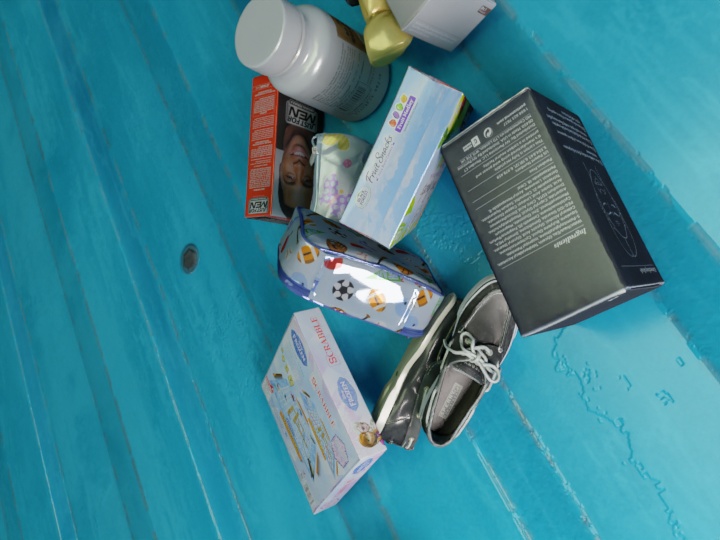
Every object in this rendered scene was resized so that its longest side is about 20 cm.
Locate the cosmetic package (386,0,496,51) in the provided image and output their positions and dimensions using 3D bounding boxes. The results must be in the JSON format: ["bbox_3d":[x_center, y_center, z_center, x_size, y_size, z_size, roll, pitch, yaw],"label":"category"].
[{"bbox_3d":[0.068,-0.376,0.760,0.090,0.106,0.203,-36,64,38],"label":"cosmetic package"}]

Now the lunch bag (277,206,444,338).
[{"bbox_3d":[0.000,0.000,0.743,0.076,0.198,0.161,-62,17,14],"label":"lunch bag"}]

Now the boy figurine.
[{"bbox_3d":[0.022,-0.326,0.809,0.064,0.125,0.202,-23,52,10],"label":"boy figurine"}]

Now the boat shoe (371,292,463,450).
[{"bbox_3d":[0.080,0.123,0.766,0.067,0.072,0.202,26,97,-2],"label":"boat shoe"}]

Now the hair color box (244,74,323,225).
[{"bbox_3d":[-0.108,-0.171,0.913,0.061,0.101,0.204,1,87,38],"label":"hair color box"}]

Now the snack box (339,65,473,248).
[{"bbox_3d":[0.058,-0.125,0.709,0.067,0.200,0.171,28,104,8],"label":"snack box"}]

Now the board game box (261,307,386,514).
[{"bbox_3d":[-0.058,0.187,0.826,0.202,0.041,0.200,62,146,25],"label":"board game box"}]

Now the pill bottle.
[{"bbox_3d":[-0.060,-0.276,0.821,0.113,0.199,0.117,-5,83,37],"label":"pill bottle"}]

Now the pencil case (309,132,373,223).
[{"bbox_3d":[-0.033,-0.082,0.850,0.082,0.090,0.204,5,90,39],"label":"pencil case"}]

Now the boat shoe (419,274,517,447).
[{"bbox_3d":[0.121,0.099,0.695,0.073,0.068,0.201,30,95,2],"label":"boat shoe"}]

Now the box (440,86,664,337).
[{"bbox_3d":[0.189,-0.052,0.619,0.106,0.147,0.203,-31,72,33],"label":"box"}]
